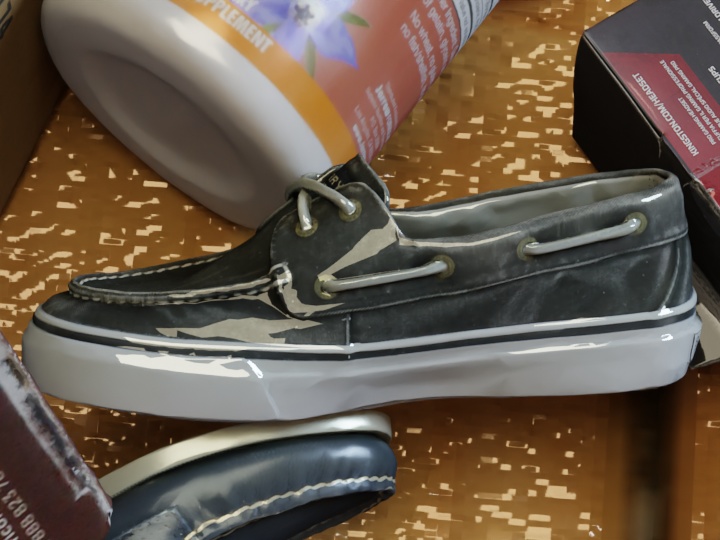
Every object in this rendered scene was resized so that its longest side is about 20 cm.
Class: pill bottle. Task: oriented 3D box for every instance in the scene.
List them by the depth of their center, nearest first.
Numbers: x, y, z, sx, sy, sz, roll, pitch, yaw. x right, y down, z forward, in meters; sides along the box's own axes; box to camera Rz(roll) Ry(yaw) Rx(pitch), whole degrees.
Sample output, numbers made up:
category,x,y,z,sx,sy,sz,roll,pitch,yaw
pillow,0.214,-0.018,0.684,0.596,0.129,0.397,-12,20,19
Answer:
category,x,y,z,sx,sy,sz,roll,pitch,yaw
pill bottle,-0.001,-0.119,0.848,0.112,0.112,0.200,33,71,15

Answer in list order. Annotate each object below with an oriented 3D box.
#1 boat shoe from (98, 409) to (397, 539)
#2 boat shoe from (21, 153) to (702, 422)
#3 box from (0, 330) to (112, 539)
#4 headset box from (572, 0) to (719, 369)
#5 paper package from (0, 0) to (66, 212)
category,x,y,z,sx,sy,sz,roll,pitch,yaw
boat shoe,-0.078,0.096,0.777,0.199,0.075,0.062,-19,67,-9
boat shoe,0.000,0.000,0.779,0.199,0.072,0.071,-4,104,-9
box,-0.207,0.026,0.724,0.164,0.166,0.200,-40,41,-14
headset box,0.171,-0.041,0.828,0.200,0.075,0.149,-31,69,-11
paper package,-0.133,-0.145,0.815,0.103,0.200,0.191,20,68,9
